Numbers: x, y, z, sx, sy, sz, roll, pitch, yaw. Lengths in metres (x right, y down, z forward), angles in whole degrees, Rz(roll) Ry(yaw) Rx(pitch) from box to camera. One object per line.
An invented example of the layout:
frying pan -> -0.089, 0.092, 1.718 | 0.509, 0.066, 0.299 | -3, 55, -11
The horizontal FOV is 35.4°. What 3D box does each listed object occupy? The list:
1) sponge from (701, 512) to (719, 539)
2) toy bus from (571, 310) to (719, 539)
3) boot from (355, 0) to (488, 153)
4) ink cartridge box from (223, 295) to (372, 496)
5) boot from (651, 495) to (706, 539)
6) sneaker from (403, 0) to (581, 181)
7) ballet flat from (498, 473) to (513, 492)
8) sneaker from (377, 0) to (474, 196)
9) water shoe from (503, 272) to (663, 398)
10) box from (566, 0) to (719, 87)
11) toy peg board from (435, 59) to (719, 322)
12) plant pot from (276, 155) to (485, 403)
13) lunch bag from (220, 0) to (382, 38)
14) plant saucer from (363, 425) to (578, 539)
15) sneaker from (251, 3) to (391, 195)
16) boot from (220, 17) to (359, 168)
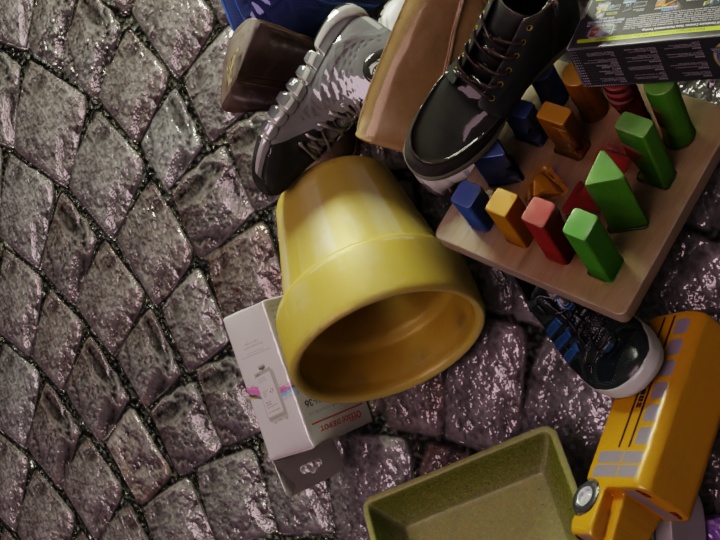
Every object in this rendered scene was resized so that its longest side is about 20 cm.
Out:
sponge -> 0.309, 0.271, 0.977 | 0.199, 0.030, 0.113 | -26, 78, 40
toy bus -> 0.243, 0.137, 0.922 | 0.078, 0.065, 0.202 | -17, 43, 60
boot -> 0.101, -0.196, 1.014 | 0.066, 0.173, 0.203 | -115, 39, -77
ink cartridge box -> -0.059, 0.127, 1.212 | 0.067, 0.116, 0.202 | -22, 86, 35
boot -> 0.250, 0.282, 0.972 | 0.090, 0.072, 0.203 | -7, 81, 48
sneaker -> 0.099, -0.169, 0.924 | 0.075, 0.106, 0.201 | 40, 90, 18
ballet flat -> 0.092, 0.235, 1.135 | 0.200, 0.067, 0.069 | -45, 66, 35
sneaker -> 0.076, -0.179, 1.111 | 0.086, 0.074, 0.202 | -21, 84, 23
water shoe -> 0.182, 0.041, 0.974 | 0.072, 0.079, 0.200 | -53, 30, 8
box -> 0.278, -0.219, 0.873 | 0.198, 0.044, 0.161 | 2, 55, 40
toy peg board -> 0.175, -0.095, 0.945 | 0.198, 0.098, 0.201 | 25, 78, 36
plant pot -> 0.000, 0.000, 1.116 | 0.201, 0.199, 0.190 | -46, 51, 34
lunch bag -> -0.085, -0.324, 1.175 | 0.132, 0.135, 0.202 | -31, 74, 38
plant saucer -> 0.120, 0.269, 1.015 | 0.198, 0.048, 0.202 | -24, 57, 11
sneaker -> -0.017, -0.144, 1.069 | 0.115, 0.075, 0.202 | 31, 98, 21
boot -> -0.077, -0.161, 1.145 | 0.064, 0.199, 0.188 | 35, 116, 32
